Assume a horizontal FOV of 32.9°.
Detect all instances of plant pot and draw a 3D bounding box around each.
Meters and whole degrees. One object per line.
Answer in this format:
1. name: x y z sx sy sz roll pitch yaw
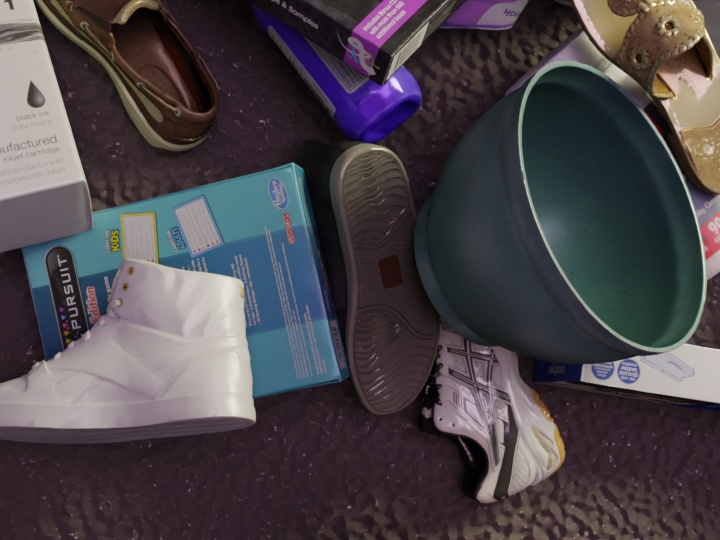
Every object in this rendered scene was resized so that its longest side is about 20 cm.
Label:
1. plant pot: 0.122 -0.022 0.829 0.200 0.134 0.201 23 55 -37

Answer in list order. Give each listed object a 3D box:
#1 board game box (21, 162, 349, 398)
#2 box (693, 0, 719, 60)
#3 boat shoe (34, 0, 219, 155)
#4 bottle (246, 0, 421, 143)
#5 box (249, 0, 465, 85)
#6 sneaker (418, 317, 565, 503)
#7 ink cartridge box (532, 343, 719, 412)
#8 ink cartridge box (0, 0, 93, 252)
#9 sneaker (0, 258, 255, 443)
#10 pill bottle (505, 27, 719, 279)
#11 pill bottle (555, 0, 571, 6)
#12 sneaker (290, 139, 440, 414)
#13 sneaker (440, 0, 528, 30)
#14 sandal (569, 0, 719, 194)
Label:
1. board game box: -0.122 0.023 0.847 0.200 0.047 0.151 -13 87 7
2. box: 0.383 -0.193 0.941 0.200 0.171 0.199 27 78 -30
3. boat shoe: -0.166 -0.181 0.871 0.075 0.075 0.202 -43 98 -28
4. bottle: -0.037 -0.187 0.903 0.065 0.084 0.200 -39 81 11
5. box: -0.027 -0.228 0.860 0.200 0.036 0.143 33 53 9
6. sneaker: 0.074 0.081 0.910 0.088 0.076 0.200 -29 91 -15
7. ink cartridge box: 0.245 0.081 0.943 0.200 0.094 0.044 9 82 -13
8. ink cartridge box: -0.275 -0.111 0.808 0.146 0.084 0.200 -16 71 -15
9. sneaker: -0.166 0.052 0.802 0.200 0.074 0.116 -6 74 10
10. pill bottle: 0.208 -0.087 0.938 0.120 0.120 0.200 -42 95 -14
11. pill bottle: 0.198 -0.277 0.911 0.112 0.200 0.113 1 84 -13
12. sneaker: 0.000 0.000 0.898 0.075 0.106 0.200 -12 106 -23
13. sneaker: 0.043 -0.252 0.938 0.200 0.114 0.073 34 35 19
14. sandal: 0.220 -0.146 0.834 0.078 0.070 0.212 -34 101 -5
